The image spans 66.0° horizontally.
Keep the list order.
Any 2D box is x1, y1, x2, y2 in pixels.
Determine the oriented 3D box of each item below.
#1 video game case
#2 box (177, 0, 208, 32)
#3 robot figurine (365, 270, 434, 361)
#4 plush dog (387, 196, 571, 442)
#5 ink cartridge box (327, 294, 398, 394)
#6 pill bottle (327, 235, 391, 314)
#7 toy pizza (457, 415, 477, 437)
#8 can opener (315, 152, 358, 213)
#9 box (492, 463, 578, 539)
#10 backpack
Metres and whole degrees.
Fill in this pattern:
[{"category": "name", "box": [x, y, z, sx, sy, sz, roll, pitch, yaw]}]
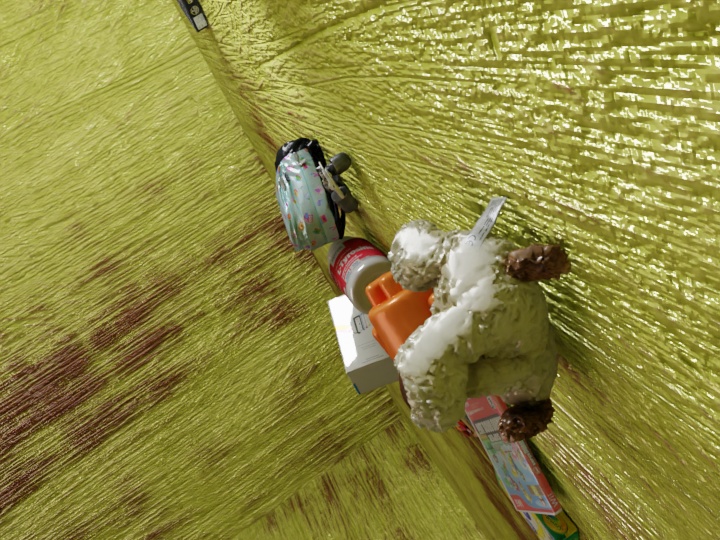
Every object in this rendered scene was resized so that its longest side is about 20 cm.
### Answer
[{"category": "video game case", "box": [0.233, 0.286, 0.886, 0.203, 0.017, 0.143, 63, 164, 15]}, {"category": "box", "box": [-0.527, -0.827, 1.616, 0.162, 0.049, 0.201, 53, 171, 29]}, {"category": "robot figurine", "box": [0.088, 0.094, 0.880, 0.202, 0.142, 0.117, 58, -170, 0]}, {"category": "plush dog", "box": [0.124, 0.050, 0.500, 0.172, 0.158, 0.203, 45, -148, -44]}, {"category": "ink cartridge box", "box": [0.021, 0.165, 1.359, 0.148, 0.142, 0.203, 68, -176, -56]}, {"category": "pill bottle", "box": [0.000, 0.000, 1.115, 0.114, 0.111, 0.200, 62, 172, -28]}, {"category": "toy pizza", "box": [0.183, 0.299, 1.206, 0.200, 0.032, 0.200, 43, 172, 7]}, {"category": "can opener", "box": [-0.028, -0.152, 0.970, 0.054, 0.066, 0.200, 56, -174, 10]}, {"category": "box", "box": [0.297, 0.400, 0.975, 0.201, 0.048, 0.119, 54, 171, 47]}, {"category": "backpack", "box": [-0.104, -0.140, 1.114, 0.167, 0.124, 0.204, 61, -170, -69]}]
